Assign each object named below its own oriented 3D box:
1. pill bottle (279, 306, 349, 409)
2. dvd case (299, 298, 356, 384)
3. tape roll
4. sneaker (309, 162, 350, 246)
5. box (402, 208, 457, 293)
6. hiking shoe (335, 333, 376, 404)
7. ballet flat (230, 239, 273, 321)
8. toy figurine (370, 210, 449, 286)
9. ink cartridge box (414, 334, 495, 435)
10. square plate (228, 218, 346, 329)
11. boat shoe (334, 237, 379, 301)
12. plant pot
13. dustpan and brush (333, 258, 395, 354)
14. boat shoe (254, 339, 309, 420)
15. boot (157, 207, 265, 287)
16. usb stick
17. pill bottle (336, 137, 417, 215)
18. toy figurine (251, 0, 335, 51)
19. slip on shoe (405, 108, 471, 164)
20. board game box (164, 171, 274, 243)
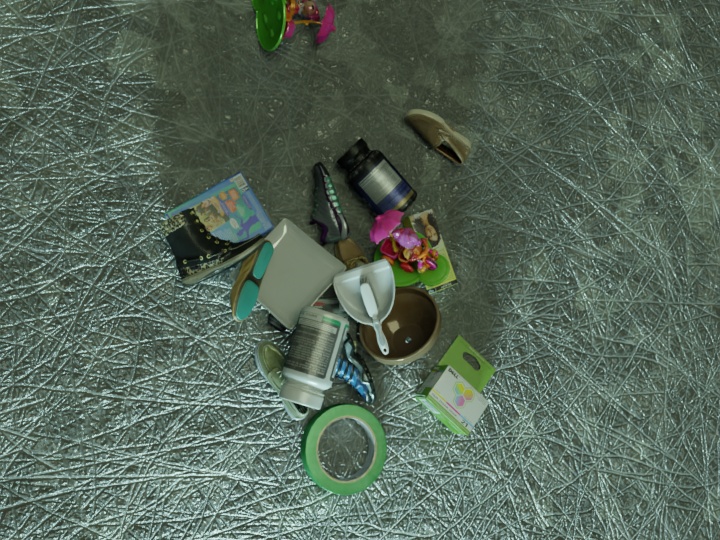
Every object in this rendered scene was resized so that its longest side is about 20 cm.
[{"bbox_3d":[-0.103,0.189,1.469,0.112,0.113,0.203,20,78,-16],"label":"pill bottle"},{"bbox_3d":[-0.077,0.167,1.593,0.144,0.022,0.203,-1,92,-20],"label":"dvd case"},{"bbox_3d":[-0.038,0.412,1.571,0.198,0.048,0.204,3,80,-20],"label":"tape roll"},{"bbox_3d":[-0.094,-0.160,1.631,0.086,0.074,0.202,-20,78,1],"label":"sneaker"},{"bbox_3d":[0.176,-0.048,1.721,0.074,0.050,0.202,-20,89,-22],"label":"box"},{"bbox_3d":[-0.032,0.227,1.572,0.086,0.074,0.202,-28,98,1],"label":"hiking shoe"},{"bbox_3d":[-0.253,0.021,1.520,0.069,0.062,0.202,50,53,-48],"label":"ballet flat"},{"bbox_3d":[0.099,-0.059,1.572,0.198,0.184,0.151,23,74,27],"label":"toy figurine"},{"bbox_3d":[0.252,0.280,1.684,0.148,0.076,0.201,42,72,-10],"label":"ink cartridge box"},{"bbox_3d":[-0.167,0.007,1.568,0.197,0.029,0.200,38,70,13],"label":"square plate"},{"bbox_3d":[0.000,0.000,1.621,0.073,0.067,0.202,-23,74,-18],"label":"boat shoe"},{"bbox_3d":[0.104,0.145,1.618,0.202,0.199,0.093,-55,142,-19],"label":"plant pot"},{"bbox_3d":[0.029,0.092,1.541,0.138,0.057,0.202,-18,104,4],"label":"dustpan and brush"},{"bbox_3d":[-0.170,0.242,1.533,0.072,0.062,0.201,-31,88,-29],"label":"boat shoe"},{"bbox_3d":[-0.323,-0.072,1.467,0.202,0.073,0.155,-27,92,-2],"label":"boot"},{"bbox_3d":[-0.149,0.048,1.594,0.055,0.033,0.201,36,72,-19],"label":"usb stick"},{"bbox_3d":[0.038,-0.221,1.664,0.200,0.112,0.112,47,70,-7],"label":"pill bottle"},{"bbox_3d":[-0.153,-0.630,1.671,0.182,0.151,0.202,-7,59,-34],"label":"toy figurine"},{"bbox_3d":[0.200,-0.347,1.767,0.199,0.076,0.061,30,66,-21],"label":"slip on shoe"},{"bbox_3d":[-0.320,-0.111,1.550,0.199,0.045,0.153,-32,94,-21],"label":"board game box"}]
